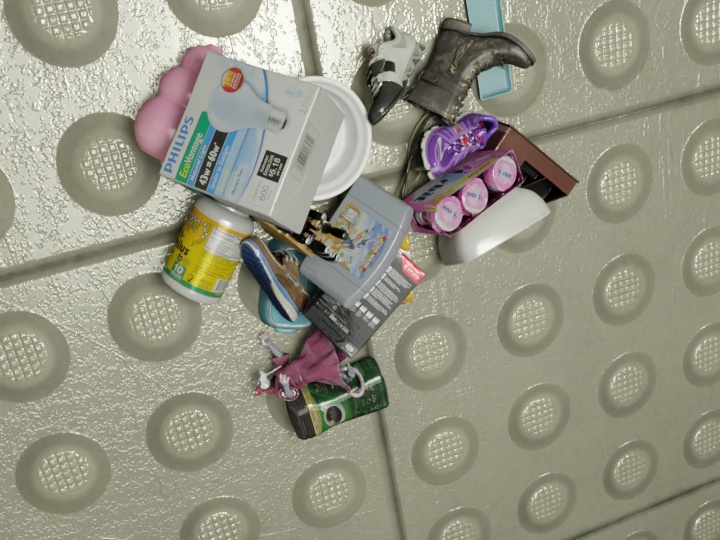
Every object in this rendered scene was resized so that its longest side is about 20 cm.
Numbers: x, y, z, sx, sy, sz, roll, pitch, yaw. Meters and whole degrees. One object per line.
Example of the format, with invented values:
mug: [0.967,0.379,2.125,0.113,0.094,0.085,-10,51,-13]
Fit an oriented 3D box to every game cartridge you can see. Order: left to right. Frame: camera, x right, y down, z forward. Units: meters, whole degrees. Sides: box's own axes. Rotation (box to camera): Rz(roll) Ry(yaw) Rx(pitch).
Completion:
game cartridge: [-0.003,-0.046,1.165,0.202,0.132,0.041,-56,148,1]

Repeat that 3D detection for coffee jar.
coffee jar: [-0.048,0.251,1.352,0.196,0.086,0.106,-20,123,-12]

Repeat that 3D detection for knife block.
knife block: [-0.091,-0.064,1.147,0.174,0.200,0.065,35,83,9]

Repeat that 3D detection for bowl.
bowl: [0.238,-0.089,1.289,0.197,0.200,0.076,-29,93,-7]

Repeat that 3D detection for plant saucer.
plant saucer: [0.234,-0.423,1.268,0.069,0.019,0.204,-18,112,-12]

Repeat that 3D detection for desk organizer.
desk organizer: [0.322,-0.200,1.339,0.198,0.072,0.078,32,98,-24]

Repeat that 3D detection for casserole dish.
casserole dish: [-0.124,0.028,1.284,0.119,0.039,0.204,4,106,-19]

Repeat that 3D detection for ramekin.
ramekin: [-0.087,-0.230,1.181,0.196,0.098,0.205,-6,109,-16]

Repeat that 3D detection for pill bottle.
pill bottle: [-0.249,-0.056,1.175,0.111,0.113,0.203,25,99,-23]

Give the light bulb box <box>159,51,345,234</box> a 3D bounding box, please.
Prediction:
light bulb box: [-0.158,-0.188,1.024,0.197,0.125,0.202,20,87,18]

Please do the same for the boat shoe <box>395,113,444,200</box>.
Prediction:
boat shoe: [0.119,-0.190,1.278,0.072,0.065,0.204,11,102,-19]

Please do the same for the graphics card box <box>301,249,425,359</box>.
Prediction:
graphics card box: [0.004,0.039,1.215,0.125,0.051,0.201,40,94,-6]

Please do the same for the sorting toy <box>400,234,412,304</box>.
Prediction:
sorting toy: [0.000,0.000,1.280,0.176,0.107,0.204,-12,110,-12]

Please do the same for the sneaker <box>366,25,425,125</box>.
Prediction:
sneaker: [0.038,-0.335,1.175,0.088,0.074,0.202,33,57,-17]

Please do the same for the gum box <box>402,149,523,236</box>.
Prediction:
gum box: [0.177,-0.137,1.223,0.199,0.113,0.067,-36,112,-20]

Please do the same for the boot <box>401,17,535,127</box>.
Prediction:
boot: [0.190,-0.335,1.214,0.197,0.069,0.177,23,88,16]

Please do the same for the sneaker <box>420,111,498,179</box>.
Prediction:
sneaker: [0.178,-0.234,1.233,0.200,0.082,0.082,-44,122,-34]

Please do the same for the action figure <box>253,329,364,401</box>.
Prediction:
action figure: [-0.112,0.189,1.294,0.197,0.135,0.149,-27,133,12]

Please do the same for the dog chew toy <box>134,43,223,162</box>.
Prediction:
dog chew toy: [-0.276,-0.266,1.101,0.123,0.124,0.203,27,90,-23]

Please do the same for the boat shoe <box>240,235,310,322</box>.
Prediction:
boat shoe: [-0.144,0.001,1.201,0.072,0.072,0.202,-46,142,-20]
